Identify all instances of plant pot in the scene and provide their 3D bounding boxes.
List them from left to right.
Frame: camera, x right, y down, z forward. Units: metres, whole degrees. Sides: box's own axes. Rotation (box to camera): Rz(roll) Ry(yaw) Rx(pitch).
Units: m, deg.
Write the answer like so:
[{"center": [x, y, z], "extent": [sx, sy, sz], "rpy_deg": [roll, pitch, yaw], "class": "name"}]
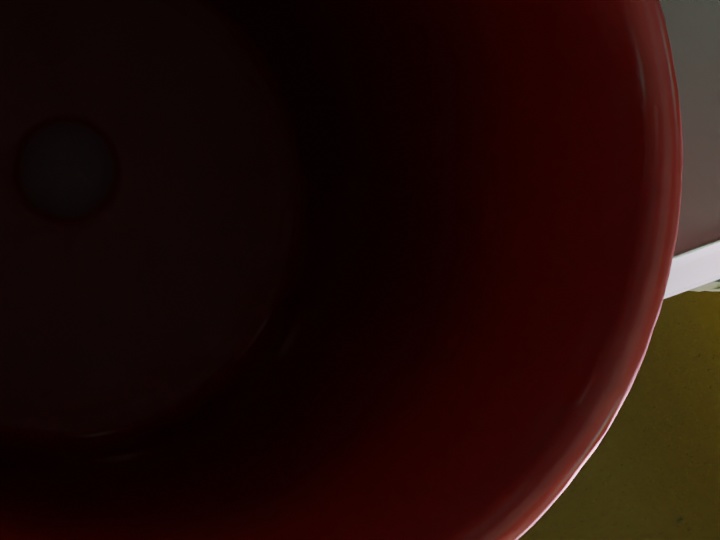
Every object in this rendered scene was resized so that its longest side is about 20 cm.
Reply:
[{"center": [-0.055, -0.024, 0.433], "extent": [0.199, 0.202, 0.177], "rpy_deg": [-18, -176, -16], "class": "plant pot"}, {"center": [0.121, 0.110, 1.018], "extent": [0.176, 0.201, 0.200], "rpy_deg": [-23, 162, -13], "class": "plant pot"}]

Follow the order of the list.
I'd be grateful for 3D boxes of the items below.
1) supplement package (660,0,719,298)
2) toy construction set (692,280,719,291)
[{"center": [0.099, -0.075, 0.574], "extent": [0.190, 0.148, 0.200], "rpy_deg": [-20, 173, -3], "class": "supplement package"}, {"center": [0.148, -0.069, 0.736], "extent": [0.092, 0.201, 0.131], "rpy_deg": [21, 171, -20], "class": "toy construction set"}]
